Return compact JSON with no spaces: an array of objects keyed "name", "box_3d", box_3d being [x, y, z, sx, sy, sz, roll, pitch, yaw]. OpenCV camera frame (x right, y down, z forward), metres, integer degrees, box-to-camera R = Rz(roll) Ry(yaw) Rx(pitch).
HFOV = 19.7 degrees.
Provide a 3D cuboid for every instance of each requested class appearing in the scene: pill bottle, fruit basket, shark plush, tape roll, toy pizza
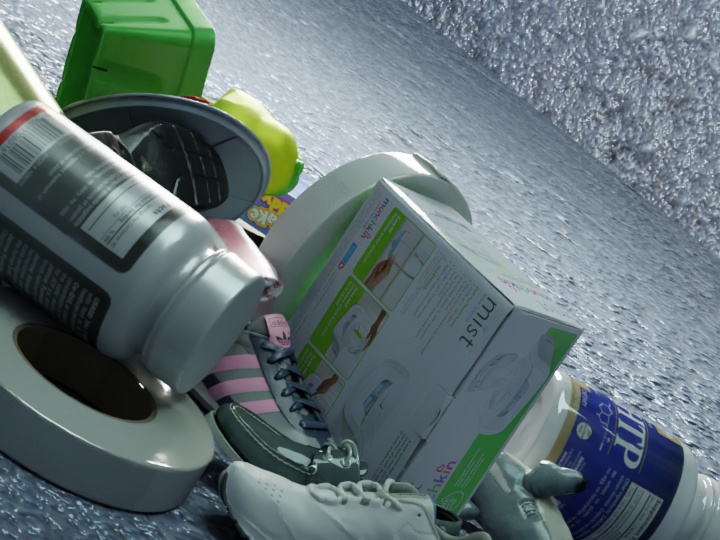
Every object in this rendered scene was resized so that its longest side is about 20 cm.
[{"name":"pill bottle","box_3d":[-0.170,-0.013,1.383,0.200,0.114,0.114,36,14,10]},{"name":"pill bottle","box_3d":[0.212,0.178,1.741,0.199,0.120,0.120,30,14,-14]},{"name":"fruit basket","box_3d":[-0.152,-0.125,1.767,0.215,0.216,0.156,26,15,-28]},{"name":"shark plush","box_3d":[0.090,0.167,1.622,0.200,0.091,0.083,40,44,6]},{"name":"tape roll","box_3d":[-0.186,0.080,1.342,0.202,0.037,0.203,31,14,-9]},{"name":"tape roll","box_3d":[0.000,0.000,1.642,0.202,0.203,0.037,17,20,-49]},{"name":"toy pizza","box_3d":[-0.170,-0.087,1.653,0.200,0.200,0.032,24,51,-35]}]

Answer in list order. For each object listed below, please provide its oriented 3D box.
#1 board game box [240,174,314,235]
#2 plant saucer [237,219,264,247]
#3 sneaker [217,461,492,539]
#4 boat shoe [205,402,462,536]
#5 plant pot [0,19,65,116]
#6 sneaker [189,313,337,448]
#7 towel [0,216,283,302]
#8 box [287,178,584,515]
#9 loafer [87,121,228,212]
[{"name":"board game box","box_3d":[-0.043,-0.044,1.921,0.199,0.045,0.134,33,11,13]},{"name":"plant saucer","box_3d":[-0.139,-0.069,1.976,0.199,0.030,0.200,31,13,-8]},{"name":"sneaker","box_3d":[-0.001,0.168,1.359,0.199,0.087,0.075,28,17,-17]},{"name":"boat shoe","box_3d":[-0.016,0.142,1.425,0.200,0.062,0.073,38,12,-14]},{"name":"plant pot","box_3d":[-0.313,-0.127,1.491,0.184,0.200,0.200,48,16,11]},{"name":"sneaker","box_3d":[-0.068,0.079,1.515,0.200,0.082,0.070,41,14,26]},{"name":"towel","box_3d":[-0.167,-0.006,1.521,0.199,0.030,0.146,0,20,-16]},{"name":"box","box_3d":[0.036,0.067,1.550,0.096,0.201,0.176,18,20,-48]},{"name":"loafer","box_3d":[-0.176,-0.067,1.547,0.200,0.072,0.073,1,70,-55]}]
